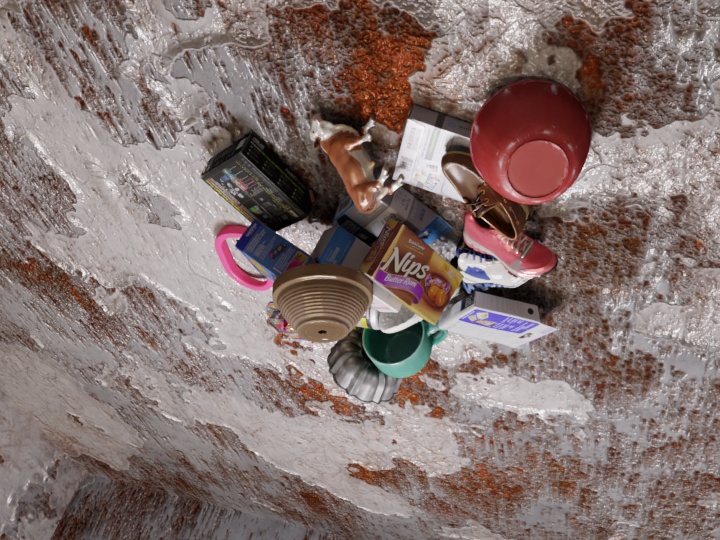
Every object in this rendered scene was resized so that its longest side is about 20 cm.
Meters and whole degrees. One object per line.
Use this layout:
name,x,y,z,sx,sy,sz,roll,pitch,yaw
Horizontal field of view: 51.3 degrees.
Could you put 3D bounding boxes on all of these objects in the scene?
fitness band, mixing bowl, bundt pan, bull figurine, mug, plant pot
fitness band,-0.269,-0.026,1.775,0.140,0.038,0.202,8,141,18
mixing bowl,0.270,-0.180,1.171,0.195,0.109,0.204,3,124,4
bundt pan,0.021,0.222,1.823,0.198,0.204,0.077,24,127,-5
bull figurine,-0.010,-0.205,1.348,0.120,0.065,0.203,-22,104,36
mug,0.105,0.173,1.732,0.182,0.154,0.115,15,158,29
plant pot,-0.073,0.076,1.430,0.195,0.095,0.202,0,151,0

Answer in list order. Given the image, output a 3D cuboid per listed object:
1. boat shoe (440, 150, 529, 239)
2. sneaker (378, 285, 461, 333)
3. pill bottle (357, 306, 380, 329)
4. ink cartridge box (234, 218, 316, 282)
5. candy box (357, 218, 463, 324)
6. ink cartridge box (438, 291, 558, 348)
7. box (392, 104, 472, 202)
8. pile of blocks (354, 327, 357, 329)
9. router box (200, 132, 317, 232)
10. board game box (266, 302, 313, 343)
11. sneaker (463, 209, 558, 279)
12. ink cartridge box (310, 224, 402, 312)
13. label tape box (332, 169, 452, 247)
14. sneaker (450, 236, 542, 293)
boat shoe,0.215,-0.129,1.291,0.199,0.069,0.072,37,142,-21
sneaker,0.130,0.078,1.608,0.198,0.077,0.081,-34,139,9
pill bottle,-0.038,0.063,1.702,0.195,0.116,0.116,8,143,18
ink cartridge box,-0.170,-0.020,1.549,0.198,0.077,0.137,35,169,27
candy box,0.100,0.004,1.448,0.199,0.118,0.056,37,174,-36
ink cartridge box,0.292,0.108,1.607,0.195,0.044,0.198,16,159,-12
box,0.165,-0.194,1.325,0.196,0.042,0.157,19,145,4
pile of blocks,-0.057,0.106,1.814,0.195,0.063,0.083,15,144,10
router box,-0.206,-0.170,1.530,0.148,0.063,0.200,-19,129,42
board game box,-0.156,0.151,1.942,0.195,0.039,0.160,2,140,25
sneaker,0.269,-0.053,1.378,0.198,0.074,0.087,29,157,29
ink cartridge box,0.000,0.000,1.542,0.198,0.085,0.144,33,171,-10
label tape box,0.063,-0.091,1.492,0.198,0.067,0.143,36,143,-16
sneaker,0.249,-0.023,1.471,0.115,0.082,0.197,39,143,-27
